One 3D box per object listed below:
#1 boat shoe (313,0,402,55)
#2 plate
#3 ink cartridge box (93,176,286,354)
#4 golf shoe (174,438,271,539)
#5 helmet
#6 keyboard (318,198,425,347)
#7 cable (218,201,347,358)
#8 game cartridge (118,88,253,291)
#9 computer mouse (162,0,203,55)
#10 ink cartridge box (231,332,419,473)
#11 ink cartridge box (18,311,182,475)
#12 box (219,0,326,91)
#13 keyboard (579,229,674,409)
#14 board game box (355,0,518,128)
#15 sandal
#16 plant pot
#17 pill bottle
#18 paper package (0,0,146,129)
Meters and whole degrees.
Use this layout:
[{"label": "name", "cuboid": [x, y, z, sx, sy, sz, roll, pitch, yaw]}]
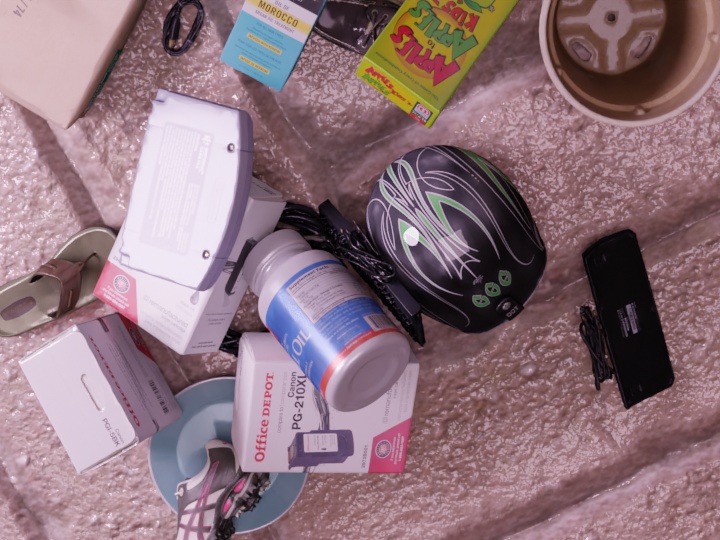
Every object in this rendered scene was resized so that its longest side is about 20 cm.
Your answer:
[{"label": "boat shoe", "cuboid": [0.033, -0.269, 1.677, 0.197, 0.065, 0.074, 13, 105, -1]}, {"label": "plate", "cuboid": [-0.159, 0.223, 1.816, 0.197, 0.026, 0.203, 0, 103, 2]}, {"label": "ink cartridge box", "cuboid": [-0.195, -0.027, 1.703, 0.143, 0.084, 0.202, 31, 102, 22]}, {"label": "golf shoe", "cuboid": [-0.190, 0.297, 1.795, 0.088, 0.077, 0.201, 37, 100, 13]}, {"label": "helmet", "cuboid": [0.099, -0.043, 1.676, 0.200, 0.200, 0.191, -42, 116, 10]}, {"label": "keyboard", "cuboid": [0.000, 0.000, 1.648, 0.039, 0.200, 0.105, -31, 144, -14]}, {"label": "cable", "cuboid": [-0.117, 0.014, 1.754, 0.199, 0.051, 0.164, -33, 100, 9]}, {"label": "game cartridge", "cuboid": [-0.187, -0.086, 1.634, 0.132, 0.040, 0.203, 18, 97, 27]}, {"label": "computer mouse", "cuboid": [-0.200, -0.342, 1.681, 0.058, 0.034, 0.203, 5, 104, -1]}, {"label": "ink cartridge box", "cuboid": [-0.043, 0.154, 1.738, 0.197, 0.084, 0.147, 2, 112, -14]}, {"label": "ink cartridge box", "cuboid": [-0.291, 0.134, 1.696, 0.082, 0.200, 0.148, -29, 89, 8]}, {"label": "box", "cuboid": [-0.080, -0.296, 1.635, 0.082, 0.049, 0.201, 27, 132, -5]}, {"label": "keyboard", "cuboid": [0.300, 0.060, 1.765, 0.103, 0.040, 0.202, -22, 102, -20]}, {"label": "board game box", "cuboid": [0.092, -0.265, 1.631, 0.101, 0.048, 0.201, 36, 68, -1]}, {"label": "sandal", "cuboid": [-0.358, 0.022, 1.756, 0.200, 0.057, 0.080, -33, 101, 8]}, {"label": "plant pot", "cuboid": [0.281, -0.268, 1.613, 0.197, 0.184, 0.203, 0, 103, 0]}, {"label": "pill bottle", "cuboid": [-0.044, 0.050, 1.646, 0.112, 0.112, 0.200, -49, 58, 11]}, {"label": "paper package", "cuboid": [-0.349, -0.291, 1.660, 0.189, 0.104, 0.201, 30, 101, -6]}]
